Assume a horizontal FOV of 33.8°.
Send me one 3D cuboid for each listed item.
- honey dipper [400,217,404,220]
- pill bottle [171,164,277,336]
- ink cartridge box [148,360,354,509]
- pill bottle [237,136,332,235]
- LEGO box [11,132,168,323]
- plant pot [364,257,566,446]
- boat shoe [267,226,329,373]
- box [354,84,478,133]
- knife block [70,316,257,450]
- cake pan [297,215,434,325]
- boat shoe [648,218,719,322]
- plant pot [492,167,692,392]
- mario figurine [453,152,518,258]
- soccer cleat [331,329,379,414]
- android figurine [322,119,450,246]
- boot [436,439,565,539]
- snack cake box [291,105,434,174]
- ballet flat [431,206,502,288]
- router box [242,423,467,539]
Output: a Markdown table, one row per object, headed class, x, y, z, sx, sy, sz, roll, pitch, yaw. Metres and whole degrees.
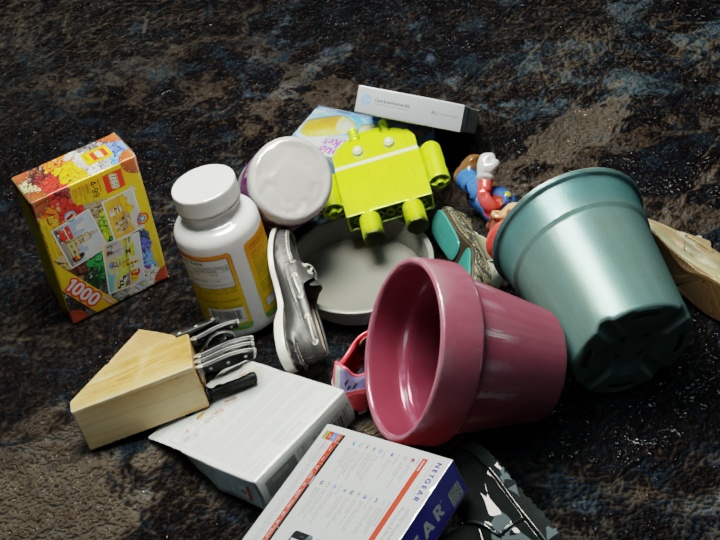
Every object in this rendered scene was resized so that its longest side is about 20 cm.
| class | x | y | z | sx | sy | sz | roll | pitch | yaw |
| --- | --- | --- | --- | --- | --- | --- | --- | --- | --- |
| honey dipper | -0.004 | -0.098 | 1.679 | 0.198 | 0.038 | 0.038 | 17 | 46 | 32 |
| pill bottle | -0.170 | -0.027 | 1.485 | 0.109 | 0.202 | 0.112 | -9 | 37 | 7 |
| ink cartridge box | -0.128 | 0.185 | 1.379 | 0.198 | 0.051 | 0.162 | 9 | 41 | 45 |
| pill bottle | -0.109 | -0.106 | 1.581 | 0.111 | 0.114 | 0.200 | -20 | 0 | -14 |
| LEGO box | -0.351 | -0.055 | 1.555 | 0.147 | 0.202 | 0.077 | -27 | 43 | -21 |
| plant pot | 0.121 | 0.096 | 1.308 | 0.176 | 0.202 | 0.201 | 8 | 35 | -23 |
| boat shoe | -0.075 | 0.029 | 1.462 | 0.059 | 0.074 | 0.203 | -16 | 53 | 13 |
| box | 0.086 | -0.231 | 1.714 | 0.153 | 0.042 | 0.200 | 13 | 7 | 11 |
| knife block | -0.218 | 0.135 | 1.398 | 0.173 | 0.065 | 0.200 | 7 | 41 | 34 |
| cake pan | 0.000 | 0.000 | 1.560 | 0.196 | 0.037 | 0.202 | -5 | 40 | 4 |
| boat shoe | 0.411 | -0.009 | 1.485 | 0.064 | 0.072 | 0.200 | -26 | 51 | -29 |
| plant pot | 0.280 | 0.020 | 1.385 | 0.197 | 0.202 | 0.198 | -15 | 48 | -8 |
| mario figurine | 0.201 | -0.082 | 1.550 | 0.122 | 0.107 | 0.201 | 13 | 27 | -27 |
| soccer cleat | 0.035 | 0.087 | 1.423 | 0.066 | 0.077 | 0.200 | 23 | 49 | 31 |
| android figurine | 0.029 | -0.126 | 1.610 | 0.179 | 0.041 | 0.202 | -14 | 53 | 3 |
| boot | 0.100 | 0.276 | 1.205 | 0.161 | 0.074 | 0.198 | -30 | 43 | -15 |
| snack cake box | -0.001 | -0.167 | 1.730 | 0.197 | 0.068 | 0.115 | 14 | 44 | 24 |
| ballet flat | 0.146 | -0.012 | 1.538 | 0.074 | 0.069 | 0.202 | 11 | 35 | -18 |
| router box | -0.016 | 0.262 | 1.198 | 0.178 | 0.049 | 0.201 | 9 | 49 | 42 |
